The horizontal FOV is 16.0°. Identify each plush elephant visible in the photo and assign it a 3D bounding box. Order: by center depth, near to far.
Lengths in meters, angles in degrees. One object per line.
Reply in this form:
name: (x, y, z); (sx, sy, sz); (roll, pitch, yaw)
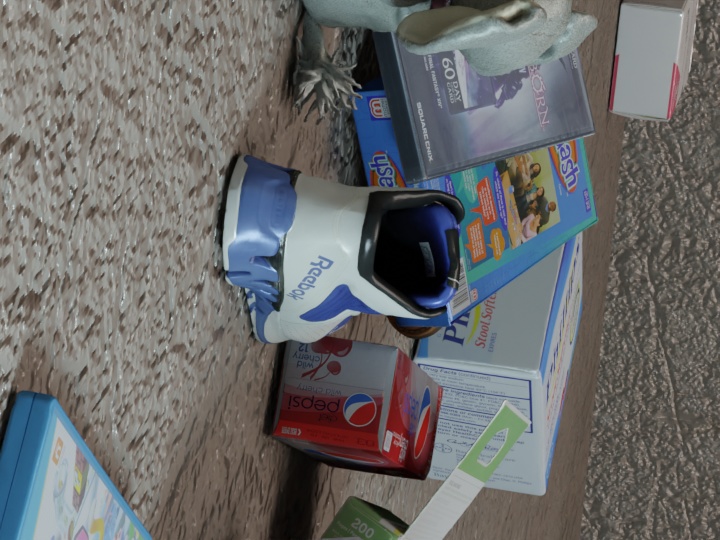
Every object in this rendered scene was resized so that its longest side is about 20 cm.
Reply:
plush elephant: (0.049, -0.168, 1.360); (0.165, 0.154, 0.202); (-27, 124, -77)

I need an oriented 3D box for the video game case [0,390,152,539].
video game case: (-0.126, 0.148, 1.042); (0.200, 0.018, 0.144); (72, 29, -67)

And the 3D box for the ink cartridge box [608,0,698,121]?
ink cartridge box: (0.376, -0.289, 3.265); (0.200, 0.082, 0.148); (-55, 152, -67)

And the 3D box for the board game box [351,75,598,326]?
board game box: (0.076, -0.070, 1.626); (0.200, 0.045, 0.153); (-31, 115, -51)

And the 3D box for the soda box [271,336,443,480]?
soda box: (0.000, 0.084, 1.536); (0.200, 0.070, 0.064); (47, 52, -77)

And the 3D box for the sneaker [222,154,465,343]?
sneaker: (0.000, 0.000, 1.345); (0.199, 0.114, 0.081); (55, 45, -75)

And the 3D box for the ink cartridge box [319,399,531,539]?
ink cartridge box: (0.022, 0.155, 1.560); (0.201, 0.048, 0.146); (-56, 167, -1)

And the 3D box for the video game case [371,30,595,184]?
video game case: (0.074, -0.139, 1.574); (0.200, 0.019, 0.144); (-17, 96, -52)

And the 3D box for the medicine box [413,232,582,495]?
medicine box: (0.113, 0.049, 2.039); (0.200, 0.102, 0.183); (83, 18, -58)

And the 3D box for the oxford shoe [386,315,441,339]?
oxford shoe: (0.033, -0.057, 1.662); (0.071, 0.071, 0.202); (10, 83, -60)

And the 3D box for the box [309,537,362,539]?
box: (-0.002, 0.258, 1.329); (0.200, 0.096, 0.178); (31, -61, 57)
